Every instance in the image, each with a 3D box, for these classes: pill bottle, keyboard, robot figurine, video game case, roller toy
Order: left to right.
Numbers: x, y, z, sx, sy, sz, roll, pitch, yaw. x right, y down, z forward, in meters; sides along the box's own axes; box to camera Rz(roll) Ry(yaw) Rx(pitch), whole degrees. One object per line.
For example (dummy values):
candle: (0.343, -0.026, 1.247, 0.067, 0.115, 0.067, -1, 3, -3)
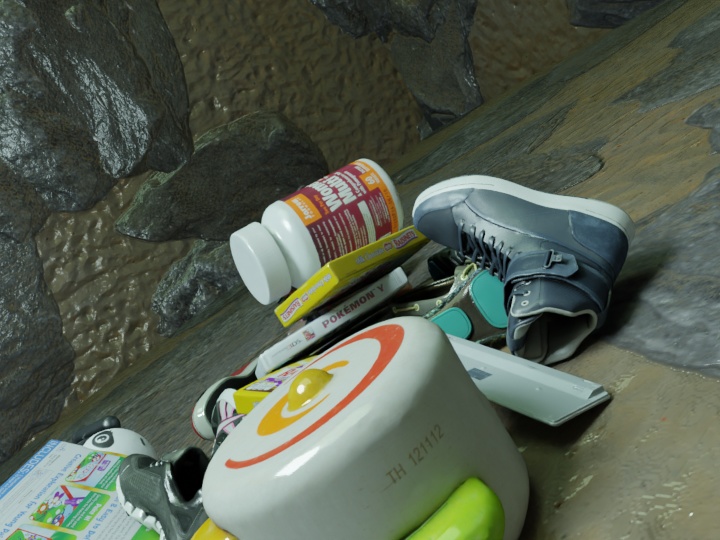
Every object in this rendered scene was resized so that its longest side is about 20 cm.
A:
robot figurine: (-0.329, 0.271, 0.912, 0.197, 0.153, 0.124, -30, -3, 24)
pill bottle: (-0.052, -0.047, 0.915, 0.197, 0.112, 0.109, -30, 7, -24)
video game case: (-0.041, 0.070, 0.880, 0.180, 0.023, 0.200, -32, -5, -14)
video game case: (-0.026, 0.097, 0.939, 0.180, 0.023, 0.200, -32, -1, 16)
roller toy: (-0.002, 0.124, 0.472, 0.197, 0.141, 0.183, -30, 10, 28)
keyboard: (0.095, 0.078, 0.577, 0.055, 0.011, 0.198, -24, 19, -26)

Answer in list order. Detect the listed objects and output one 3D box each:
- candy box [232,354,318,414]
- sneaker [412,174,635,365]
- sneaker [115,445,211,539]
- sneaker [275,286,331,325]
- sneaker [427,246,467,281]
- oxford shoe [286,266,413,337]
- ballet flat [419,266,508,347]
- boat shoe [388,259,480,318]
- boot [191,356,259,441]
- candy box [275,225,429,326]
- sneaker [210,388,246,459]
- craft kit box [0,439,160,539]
candy box: (-0.029, 0.105, 0.694, 0.101, 0.027, 0.198, -21, 7, -38)
sneaker: (0.116, -0.002, 0.639, 0.197, 0.078, 0.148, 10, 52, 27)
sneaker: (-0.165, 0.195, 0.683, 0.065, 0.093, 0.198, 11, 6, -36)
sneaker: (-0.069, 0.014, 1.002, 0.099, 0.071, 0.200, -51, 17, -3)
sneaker: (0.152, -0.027, 0.886, 0.081, 0.074, 0.199, -36, 10, -23)
oxford shoe: (-0.023, 0.048, 1.056, 0.196, 0.074, 0.071, -27, -24, 8)
ballet flat: (0.113, 0.044, 0.722, 0.197, 0.075, 0.074, -29, 10, 7)
boat shoe: (0.114, 0.024, 0.805, 0.199, 0.061, 0.072, -28, 11, 35)
boot: (-0.198, 0.193, 1.033, 0.142, 0.074, 0.200, -31, 2, 23)
candy box: (0.000, 0.000, 0.845, 0.198, 0.027, 0.102, -26, -13, -50)
sneaker: (-0.137, 0.187, 0.835, 0.087, 0.080, 0.199, -50, 9, -24)
craft kit box: (-0.266, 0.248, 0.733, 0.192, 0.050, 0.200, 6, 19, 10)
